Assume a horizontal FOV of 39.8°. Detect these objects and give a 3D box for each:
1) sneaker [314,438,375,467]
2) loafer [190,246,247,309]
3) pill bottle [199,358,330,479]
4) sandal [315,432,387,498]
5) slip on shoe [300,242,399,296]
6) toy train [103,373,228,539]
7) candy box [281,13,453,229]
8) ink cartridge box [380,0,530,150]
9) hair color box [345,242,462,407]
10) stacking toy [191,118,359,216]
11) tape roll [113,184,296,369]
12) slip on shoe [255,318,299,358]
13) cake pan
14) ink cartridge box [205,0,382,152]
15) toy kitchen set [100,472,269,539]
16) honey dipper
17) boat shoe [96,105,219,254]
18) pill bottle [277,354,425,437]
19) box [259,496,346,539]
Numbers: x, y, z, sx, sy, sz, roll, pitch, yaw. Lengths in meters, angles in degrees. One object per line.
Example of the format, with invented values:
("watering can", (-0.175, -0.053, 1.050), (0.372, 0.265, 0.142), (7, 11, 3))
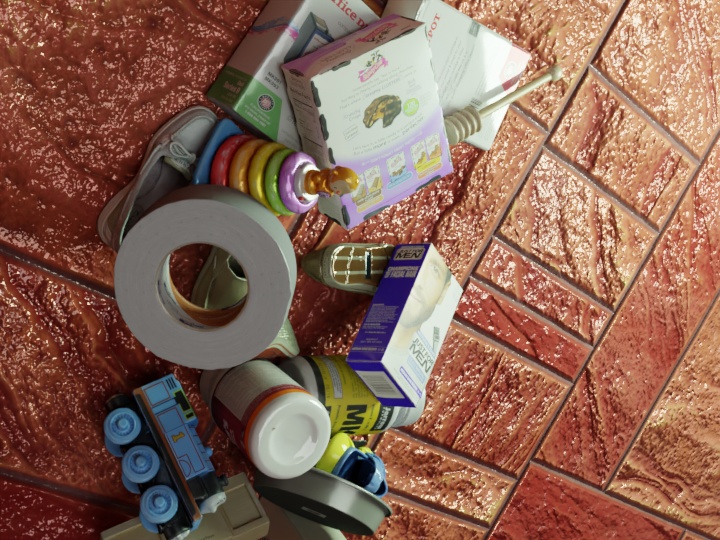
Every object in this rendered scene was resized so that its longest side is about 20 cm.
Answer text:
("sneaker", (-0.067, 0.259, 1.434), (0.104, 0.060, 0.200), (-52, 131, -4))
("loafer", (-0.161, 0.009, 1.263), (0.075, 0.068, 0.202), (7, 105, -34))
("pill bottle", (-0.128, 0.175, 1.265), (0.109, 0.200, 0.111), (-9, 109, -28))
("sandal", (0.002, 0.291, 1.391), (0.080, 0.087, 0.200), (-54, 158, -5))
("slip on shoe", (0.000, 0.000, 1.372), (0.199, 0.060, 0.077), (2, 88, -52))
("toy train", (-0.243, 0.233, 1.237), (0.114, 0.201, 0.087), (-24, 162, -22))
("candy box", (0.012, -0.179, 1.189), (0.167, 0.071, 0.201), (-29, 126, -22))
("ink cartridge box", (0.107, -0.264, 1.313), (0.199, 0.085, 0.147), (18, 99, -38))
("hair color box", (0.064, 0.073, 1.352), (0.109, 0.064, 0.201), (53, 48, -38))
("stacking toy", (-0.085, -0.103, 1.146), (0.116, 0.199, 0.110), (46, 58, -49))
("tape roll", (-0.173, 0.008, 1.119), (0.198, 0.066, 0.202), (1, 109, 2))
("slip on shoe", (-0.128, 0.083, 1.276), (0.061, 0.200, 0.075), (-24, 80, 11))
("cake pan", (-0.056, 0.302, 1.316), (0.200, 0.199, 0.037), (39, 62, -37))
("ink cartridge box", (-0.067, -0.247, 1.208), (0.145, 0.087, 0.201), (35, 87, -37))
("toy kitchen set", (-0.253, 0.347, 1.336), (0.199, 0.164, 0.181), (-18, 146, -25))
("honey dipper", (0.192, -0.223, 1.310), (0.199, 0.038, 0.038), (-30, 122, -20))
("boat shoe", (-0.231, -0.104, 1.174), (0.202, 0.065, 0.074), (-50, 127, -5))
("pill bottle", (-0.015, 0.175, 1.395), (0.199, 0.114, 0.115), (1, 108, -33))
("box", (-0.073, 0.387, 1.390), (0.082, 0.200, 0.069), (13, 105, -34))
